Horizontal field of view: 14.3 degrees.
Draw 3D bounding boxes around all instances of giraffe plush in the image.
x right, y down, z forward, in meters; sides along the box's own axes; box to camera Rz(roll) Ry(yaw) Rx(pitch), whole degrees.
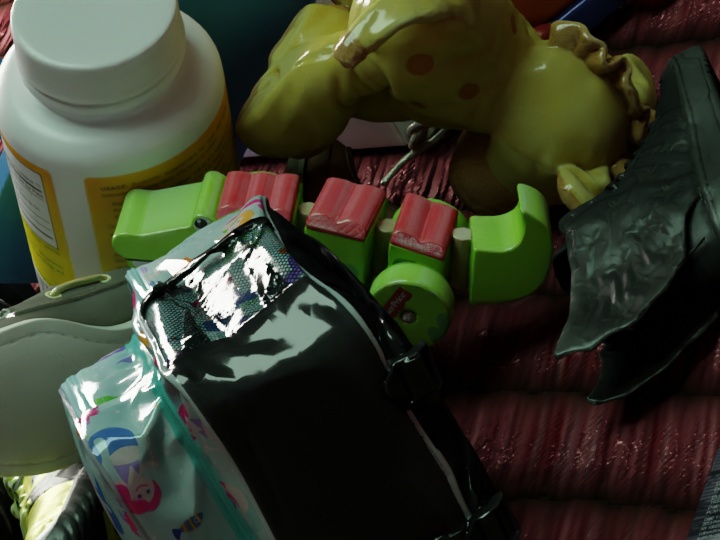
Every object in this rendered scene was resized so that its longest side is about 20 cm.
[{"bbox_3d":[0.062,-0.092,1.359,0.173,0.162,0.200,-57,13,-21],"label":"giraffe plush"}]

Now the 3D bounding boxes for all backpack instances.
[{"bbox_3d":[-0.034,0.068,1.173,0.150,0.178,0.200,-29,22,2],"label":"backpack"}]

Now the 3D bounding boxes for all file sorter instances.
[{"bbox_3d":[-0.137,-0.108,1.484,0.123,0.138,0.201,53,129,37],"label":"file sorter"}]

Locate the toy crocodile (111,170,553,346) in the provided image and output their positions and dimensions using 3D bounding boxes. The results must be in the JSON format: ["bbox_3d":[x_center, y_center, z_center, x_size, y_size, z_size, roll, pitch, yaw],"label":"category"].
[{"bbox_3d":[-0.012,-0.015,1.285,0.199,0.062,0.068,8,39,9],"label":"toy crocodile"}]

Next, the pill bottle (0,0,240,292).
[{"bbox_3d":[-0.113,-0.053,1.371,0.109,0.201,0.110,-3,49,3],"label":"pill bottle"}]

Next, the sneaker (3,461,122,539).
[{"bbox_3d":[-0.131,0.110,1.327,0.076,0.076,0.200,-11,21,12],"label":"sneaker"}]

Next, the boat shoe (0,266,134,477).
[{"bbox_3d":[-0.129,0.041,1.294,0.201,0.072,0.060,-16,26,-38],"label":"boat shoe"}]

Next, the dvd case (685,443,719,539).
[{"bbox_3d":[0.210,0.038,1.105,0.148,0.016,0.200,-17,33,37],"label":"dvd case"}]

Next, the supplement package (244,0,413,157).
[{"bbox_3d":[-0.036,-0.145,1.592,0.199,0.120,0.121,-1,40,50],"label":"supplement package"}]

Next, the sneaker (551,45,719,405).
[{"bbox_3d":[0.126,-0.024,1.262,0.104,0.060,0.200,-26,31,11],"label":"sneaker"}]

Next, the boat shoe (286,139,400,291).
[{"bbox_3d":[0.000,0.000,1.379,0.068,0.072,0.200,-9,35,4],"label":"boat shoe"}]

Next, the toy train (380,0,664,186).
[{"bbox_3d":[0.061,-0.147,1.482,0.200,0.116,0.085,-39,26,-6],"label":"toy train"}]

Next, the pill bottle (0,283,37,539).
[{"bbox_3d":[-0.212,0.079,1.446,0.111,0.112,0.200,-27,27,17],"label":"pill bottle"}]
